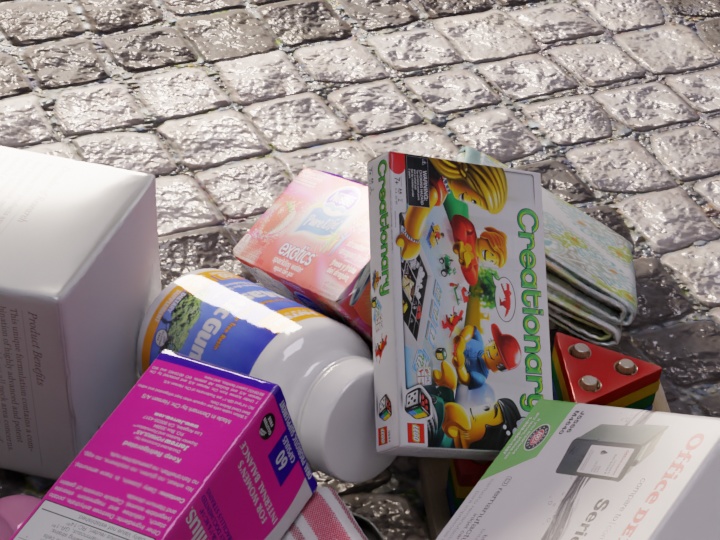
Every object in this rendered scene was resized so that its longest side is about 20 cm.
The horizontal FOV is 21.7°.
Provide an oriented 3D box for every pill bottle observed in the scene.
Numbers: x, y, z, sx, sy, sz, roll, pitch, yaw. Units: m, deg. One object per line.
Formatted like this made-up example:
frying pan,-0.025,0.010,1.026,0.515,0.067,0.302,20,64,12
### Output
pill bottle,-0.059,0.076,1.323,0.112,0.113,0.200,-26,31,-35

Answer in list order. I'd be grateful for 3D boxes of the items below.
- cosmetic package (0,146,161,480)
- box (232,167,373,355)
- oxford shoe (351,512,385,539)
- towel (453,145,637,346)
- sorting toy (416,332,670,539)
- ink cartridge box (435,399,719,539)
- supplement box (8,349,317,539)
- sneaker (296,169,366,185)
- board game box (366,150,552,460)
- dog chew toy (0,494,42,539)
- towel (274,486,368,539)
cosmetic package,-0.263,0.024,1.345,0.199,0.168,0.167,11,37,13
box,0.000,0.000,1.390,0.095,0.103,0.200,-50,25,-9
oxford shoe,-0.049,0.168,1.285,0.075,0.058,0.200,-28,47,-34
towel,0.139,-0.022,1.496,0.171,0.048,0.200,32,19,-5
sorting toy,0.143,0.122,1.359,0.198,0.070,0.200,0,37,-8
ink cartridge box,0.152,0.163,1.158,0.146,0.084,0.200,-51,23,-21
supplement box,-0.128,0.162,1.172,0.103,0.101,0.200,15,51,32
sneaker,0.037,-0.029,1.555,0.200,0.070,0.099,31,37,24
board game box,0.068,0.026,1.268,0.126,0.035,0.201,6,75,-30
dog chew toy,-0.264,0.198,1.171,0.199,0.125,0.124,-19,43,-40
towel,-0.074,0.228,1.181,0.199,0.030,0.146,-26,43,-10
